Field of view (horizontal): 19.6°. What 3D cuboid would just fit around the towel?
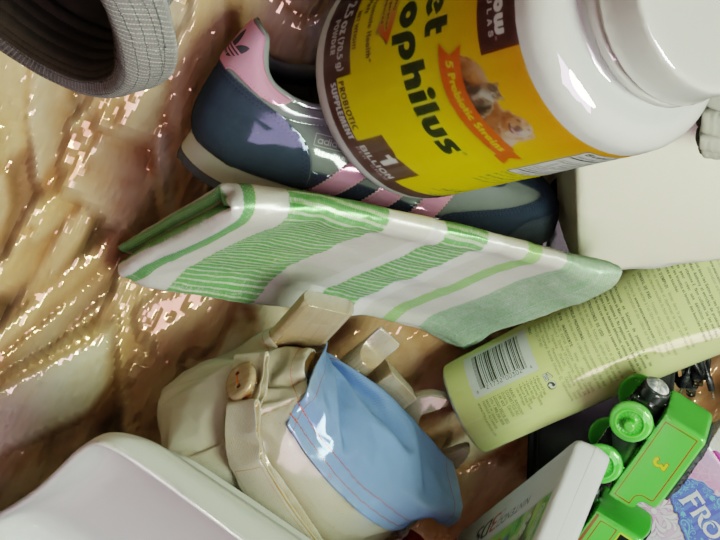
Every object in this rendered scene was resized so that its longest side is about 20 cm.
[{"bbox_3d":[0.000,0.000,0.998,0.199,0.152,0.024,13,72,-24],"label":"towel"}]

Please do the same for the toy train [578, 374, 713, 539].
[{"bbox_3d":[0.115,0.137,1.079,0.056,0.042,0.201,31,120,1],"label":"toy train"}]

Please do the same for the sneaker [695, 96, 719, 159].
[{"bbox_3d":[0.233,-0.085,0.982,0.200,0.089,0.079,-26,124,-53],"label":"sneaker"}]

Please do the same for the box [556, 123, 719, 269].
[{"bbox_3d":[0.134,-0.104,0.993,0.082,0.068,0.201,-5,117,-4],"label":"box"}]

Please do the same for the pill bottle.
[{"bbox_3d":[0.077,-0.096,0.890,0.109,0.199,0.110,6,80,-36],"label":"pill bottle"}]

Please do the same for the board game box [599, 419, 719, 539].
[{"bbox_3d":[0.172,0.209,1.124,0.199,0.041,0.200,-35,92,32],"label":"board game box"}]

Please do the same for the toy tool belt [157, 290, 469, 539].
[{"bbox_3d":[0.000,0.096,1.054,0.123,0.125,0.200,-38,125,17],"label":"toy tool belt"}]

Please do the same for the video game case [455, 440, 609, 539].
[{"bbox_3d":[0.045,0.193,1.005,0.022,0.201,0.182,28,154,-4],"label":"video game case"}]

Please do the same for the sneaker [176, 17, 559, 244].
[{"bbox_3d":[0.017,-0.063,0.995,0.199,0.070,0.082,10,115,-26],"label":"sneaker"}]

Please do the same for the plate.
[{"bbox_3d":[-0.073,0.150,1.027,0.199,0.032,0.200,35,150,-11],"label":"plate"}]

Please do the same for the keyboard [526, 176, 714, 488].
[{"bbox_3d":[0.143,0.037,1.123,0.103,0.040,0.201,2,116,-1],"label":"keyboard"}]

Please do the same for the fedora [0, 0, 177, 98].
[{"bbox_3d":[-0.134,-0.164,0.847,0.090,0.200,0.177,-48,162,-22],"label":"fedora"}]

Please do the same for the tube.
[{"bbox_3d":[0.140,0.030,1.069,0.199,0.052,0.058,-28,120,14],"label":"tube"}]
